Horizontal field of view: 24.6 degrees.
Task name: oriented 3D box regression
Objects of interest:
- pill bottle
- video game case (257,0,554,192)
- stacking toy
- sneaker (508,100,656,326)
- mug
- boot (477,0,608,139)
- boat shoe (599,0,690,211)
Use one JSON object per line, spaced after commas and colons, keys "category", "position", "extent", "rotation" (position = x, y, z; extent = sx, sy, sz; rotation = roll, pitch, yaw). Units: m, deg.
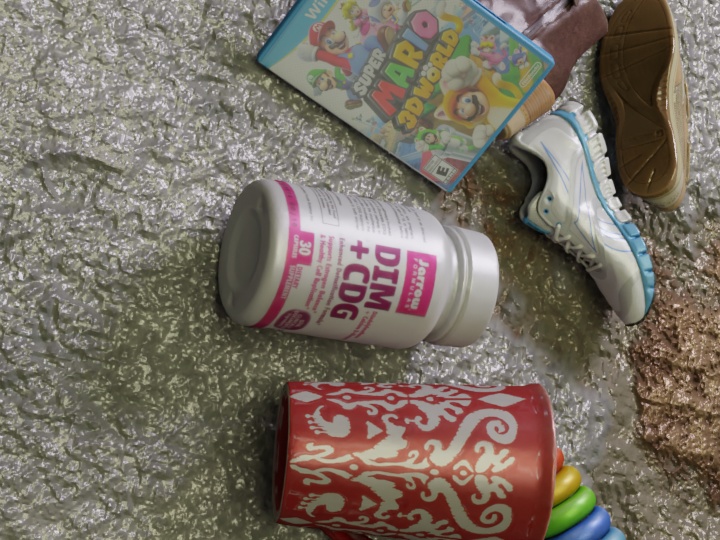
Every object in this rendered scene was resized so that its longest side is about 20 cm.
{"category": "pill bottle", "position": [0.000, 0.000, 1.289], "extent": [0.199, 0.113, 0.114], "rotation": [9, 78, -25]}
{"category": "video game case", "position": [0.037, -0.171, 1.339], "extent": [0.200, 0.018, 0.143], "rotation": [33, 110, -18]}
{"category": "stacking toy", "position": [0.163, 0.197, 1.370], "extent": [0.085, 0.085, 0.200], "rotation": [-30, 89, -27]}
{"category": "sneaker", "position": [0.184, -0.039, 1.420], "extent": [0.086, 0.075, 0.201], "rotation": [-22, 86, -19]}
{"category": "mug", "position": [0.034, 0.167, 1.261], "extent": [0.199, 0.133, 0.178], "rotation": [5, 96, -9]}
{"category": "boot", "position": [0.112, -0.228, 1.411], "extent": [0.200, 0.072, 0.166], "rotation": [50, 60, -16]}
{"category": "boat shoe", "position": [0.258, -0.151, 1.474], "extent": [0.064, 0.071, 0.201], "rotation": [31, 56, -56]}
